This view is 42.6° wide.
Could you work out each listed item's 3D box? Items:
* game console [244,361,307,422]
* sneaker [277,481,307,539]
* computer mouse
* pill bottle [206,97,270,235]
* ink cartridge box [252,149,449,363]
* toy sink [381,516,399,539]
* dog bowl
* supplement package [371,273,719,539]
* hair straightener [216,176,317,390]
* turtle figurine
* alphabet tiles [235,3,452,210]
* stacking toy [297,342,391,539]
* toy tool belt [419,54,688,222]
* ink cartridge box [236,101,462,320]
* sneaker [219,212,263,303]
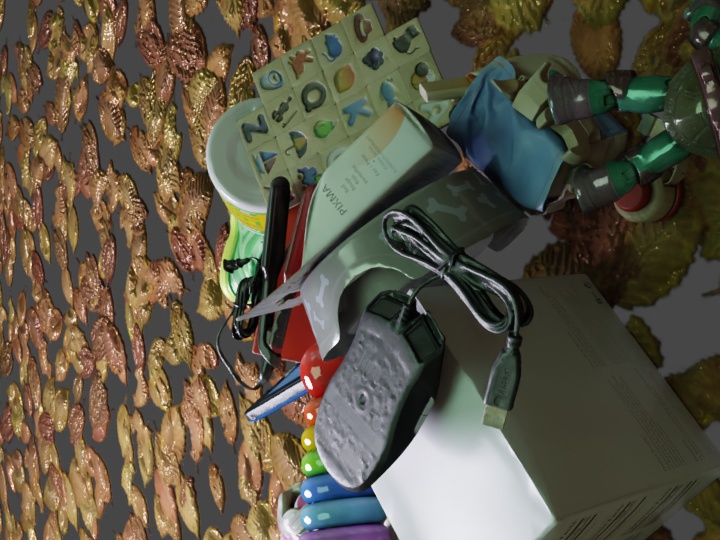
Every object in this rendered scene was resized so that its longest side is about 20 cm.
[{"bbox_3d":[-0.057,0.050,1.000,0.119,0.170,0.199,53,138,-2],"label":"game console"},{"bbox_3d":[-0.040,0.286,0.997,0.199,0.081,0.090,3,114,56],"label":"sneaker"},{"bbox_3d":[0.045,0.072,0.602,0.140,0.046,0.203,36,115,40],"label":"computer mouse"},{"bbox_3d":[-0.095,-0.098,0.975,0.200,0.109,0.113,96,164,-82],"label":"pill bottle"},{"bbox_3d":[0.000,0.000,0.854,0.044,0.170,0.204,-125,47,-87],"label":"ink cartridge box"},{"bbox_3d":[0.097,0.228,0.799,0.200,0.129,0.113,49,129,39],"label":"toy sink"},{"bbox_3d":[0.038,-0.006,0.740,0.059,0.199,0.200,56,136,10],"label":"dog bowl"},{"bbox_3d":[0.122,0.125,0.698,0.193,0.198,0.148,58,134,31],"label":"supplement package"},{"bbox_3d":[-0.090,0.012,0.849,0.076,0.041,0.204,16,103,20],"label":"hair straightener"},{"bbox_3d":[0.225,-0.108,0.584,0.197,0.100,0.152,-14,84,24],"label":"turtle figurine"},{"bbox_3d":[-0.016,-0.137,0.840,0.198,0.006,0.169,-26,79,17],"label":"alphabet tiles"},{"bbox_3d":[-0.020,0.158,0.786,0.085,0.084,0.204,-26,65,50],"label":"stacking toy"},{"bbox_3d":[0.139,-0.097,0.717,0.200,0.121,0.126,46,127,40],"label":"toy tool belt"},{"bbox_3d":[-0.013,-0.045,0.746,0.199,0.162,0.050,-39,83,13],"label":"ink cartridge box"},{"bbox_3d":[-0.117,-0.059,1.113,0.082,0.074,0.204,9,98,27],"label":"sneaker"}]
